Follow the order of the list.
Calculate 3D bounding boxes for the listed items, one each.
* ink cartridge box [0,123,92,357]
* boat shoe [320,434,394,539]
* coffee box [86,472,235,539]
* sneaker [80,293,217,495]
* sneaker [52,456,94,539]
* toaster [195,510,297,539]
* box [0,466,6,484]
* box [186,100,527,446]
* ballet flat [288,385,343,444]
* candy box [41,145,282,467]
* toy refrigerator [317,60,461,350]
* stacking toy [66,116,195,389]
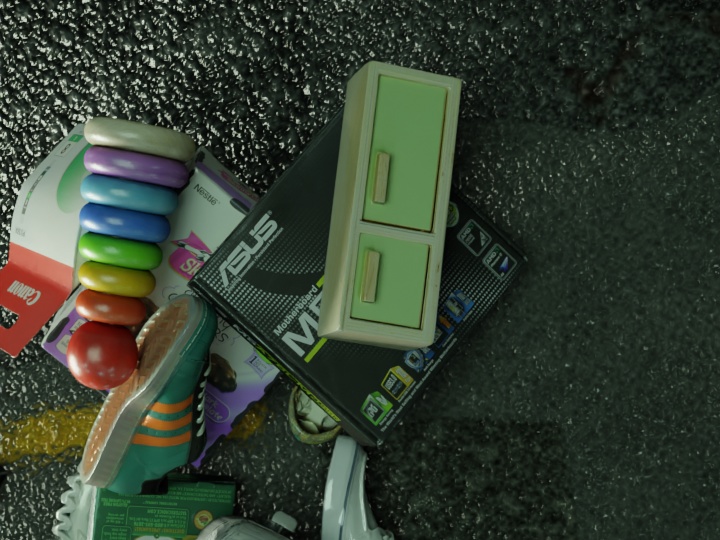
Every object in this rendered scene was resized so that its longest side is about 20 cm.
[{"bbox_3d":[-0.256,-0.033,1.171,0.200,0.160,0.050,-49,119,-16],"label":"ink cartridge box"},{"bbox_3d":[0.000,0.236,1.168,0.065,0.074,0.202,3,94,3],"label":"boat shoe"},{"bbox_3d":[-0.177,0.272,1.201,0.122,0.044,0.202,5,92,-17],"label":"coffee box"},{"bbox_3d":[-0.148,0.101,1.116,0.079,0.072,0.201,19,125,-24],"label":"sneaker"},{"bbox_3d":[-0.231,0.247,1.239,0.080,0.075,0.202,14,96,3],"label":"sneaker"},{"bbox_3d":[-0.105,0.284,1.109,0.113,0.129,0.201,28,72,-2],"label":"toaster"},{"bbox_3d":[-0.454,0.218,1.284,0.181,0.104,0.201,33,98,14],"label":"box"},{"bbox_3d":[0.000,0.000,1.108,0.193,0.047,0.200,44,75,-9],"label":"box"},{"bbox_3d":[0.001,0.057,1.164,0.070,0.071,0.201,33,98,15],"label":"ballet flat"},{"bbox_3d":[-0.133,0.030,1.170,0.167,0.072,0.200,40,103,-13],"label":"candy box"},{"bbox_3d":[0.023,-0.047,1.062,0.075,0.070,0.202,10,81,-15],"label":"toy refrigerator"},{"bbox_3d":[-0.182,-0.010,1.072,0.085,0.085,0.202,10,90,17],"label":"stacking toy"}]
